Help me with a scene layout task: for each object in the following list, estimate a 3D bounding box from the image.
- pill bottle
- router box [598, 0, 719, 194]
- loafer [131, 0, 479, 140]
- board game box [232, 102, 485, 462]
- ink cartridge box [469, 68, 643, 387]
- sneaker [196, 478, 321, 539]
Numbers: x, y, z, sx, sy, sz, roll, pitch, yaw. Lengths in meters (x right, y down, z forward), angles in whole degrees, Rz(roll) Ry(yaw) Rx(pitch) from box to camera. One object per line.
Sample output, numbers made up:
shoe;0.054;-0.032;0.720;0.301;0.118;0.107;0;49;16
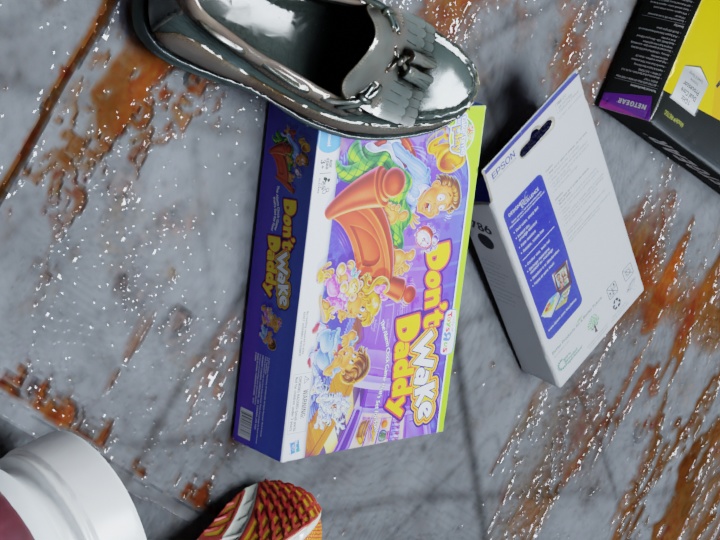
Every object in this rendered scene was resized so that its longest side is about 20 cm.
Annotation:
pill bottle;-0.205;0.162;0.930;0.199;0.114;0.115;-28;123;-36
router box;0.258;-0.138;1.331;0.199;0.051;0.150;26;87;-47
loafer;-0.019;-0.113;1.011;0.198;0.063;0.073;12;82;-27
board game box;0.000;0.000;1.128;0.134;0.045;0.202;-7;109;-44
ink cartridge box;0.119;-0.028;1.234;0.099;0.039;0.201;-45;137;-23
sneaker;-0.095;0.192;1.086;0.199;0.073;0.078;-24;130;-34
